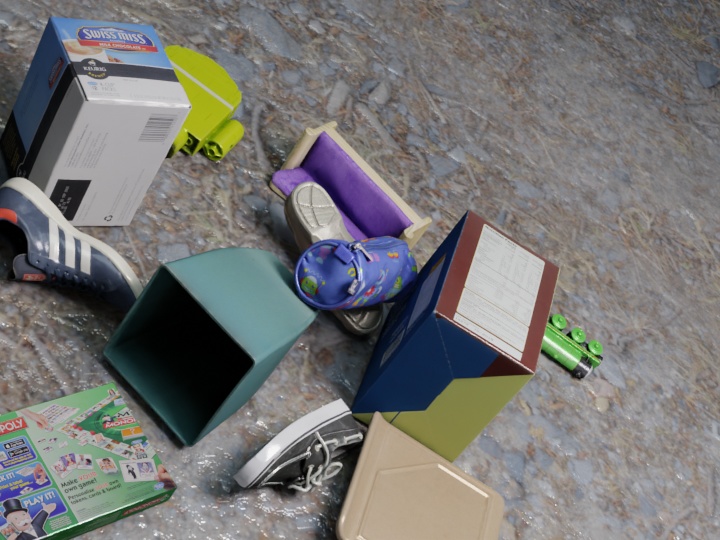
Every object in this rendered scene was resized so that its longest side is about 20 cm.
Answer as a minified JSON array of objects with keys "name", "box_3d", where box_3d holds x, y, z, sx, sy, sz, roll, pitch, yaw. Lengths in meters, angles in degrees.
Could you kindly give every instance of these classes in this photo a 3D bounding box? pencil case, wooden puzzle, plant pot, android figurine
[{"name":"pencil case","box_3d":[0.000,0.000,1.564,0.078,0.087,0.200,49,19,14]},{"name":"wooden puzzle","box_3d":[0.067,0.273,1.508,0.199,0.037,0.186,37,38,-12]},{"name":"plant pot","box_3d":[-0.141,0.062,1.484,0.141,0.142,0.200,45,32,10]},{"name":"android figurine","box_3d":[-0.231,-0.219,1.769,0.181,0.041,0.200,35,39,-2]}]

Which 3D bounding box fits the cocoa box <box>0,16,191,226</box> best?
[{"name":"cocoa box","box_3d":[-0.300,-0.162,1.533,0.132,0.200,0.132,-1,51,-37]}]

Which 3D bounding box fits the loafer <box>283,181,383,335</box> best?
[{"name":"loafer","box_3d":[-0.035,-0.011,1.690,0.071,0.063,0.201,-23,85,-29]}]

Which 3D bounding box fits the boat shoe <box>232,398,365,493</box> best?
[{"name":"boat shoe","box_3d":[-0.059,0.198,1.461,0.068,0.074,0.199,52,25,9]}]

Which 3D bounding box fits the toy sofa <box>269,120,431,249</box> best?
[{"name":"toy sofa","box_3d":[-0.015,-0.090,1.769,0.200,0.083,0.097,47,39,12]}]

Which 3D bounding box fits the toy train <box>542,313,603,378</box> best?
[{"name":"toy train","box_3d":[0.236,0.075,1.830,0.199,0.042,0.057,36,49,-2]}]

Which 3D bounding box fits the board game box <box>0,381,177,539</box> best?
[{"name":"board game box","box_3d":[-0.291,0.190,1.327,0.199,0.029,0.135,-14,60,-44]}]

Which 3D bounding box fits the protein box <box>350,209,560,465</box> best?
[{"name":"protein box","box_3d":[0.111,0.080,1.602,0.134,0.199,0.201,32,39,-6]}]

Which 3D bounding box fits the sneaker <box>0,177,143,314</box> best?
[{"name":"sneaker","box_3d":[-0.324,-0.005,1.473,0.200,0.075,0.085,39,57,-3]}]
